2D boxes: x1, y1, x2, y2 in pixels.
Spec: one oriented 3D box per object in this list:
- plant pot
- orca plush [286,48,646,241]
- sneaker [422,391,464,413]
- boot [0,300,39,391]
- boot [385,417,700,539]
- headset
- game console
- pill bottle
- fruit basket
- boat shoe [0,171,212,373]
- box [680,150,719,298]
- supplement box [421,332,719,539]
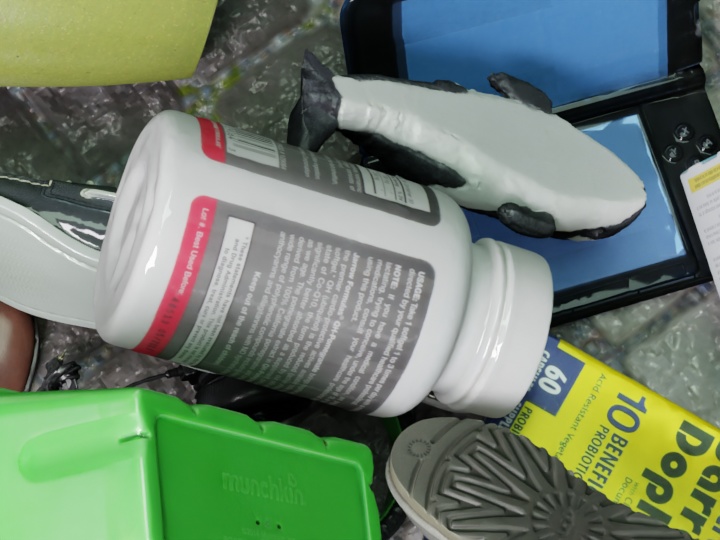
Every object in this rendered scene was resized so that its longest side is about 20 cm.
[{"bbox_3d":[-0.173,-0.174,1.233,0.198,0.187,0.189,14,70,-10],"label":"plant pot"},{"bbox_3d":[0.044,-0.043,1.171,0.199,0.071,0.106,3,51,-34],"label":"orca plush"},{"bbox_3d":[0.000,0.000,1.209,0.200,0.085,0.073,41,88,12],"label":"sneaker"},{"bbox_3d":[-0.233,0.059,1.122,0.188,0.200,0.068,-43,76,-15],"label":"boot"},{"bbox_3d":[0.073,0.177,1.093,0.181,0.201,0.073,31,51,9],"label":"boot"},{"bbox_3d":[-0.069,0.087,1.199,0.199,0.094,0.124,20,65,-11],"label":"headset"},{"bbox_3d":[0.103,-0.072,1.223,0.198,0.118,0.172,-16,72,-7],"label":"game console"},{"bbox_3d":[-0.016,0.005,1.080,0.198,0.111,0.112,16,70,-16],"label":"pill bottle"},{"bbox_3d":[-0.112,0.142,1.006,0.214,0.216,0.157,-5,70,-4],"label":"fruit basket"},{"bbox_3d":[-0.131,-0.010,1.171,0.199,0.076,0.061,25,52,9],"label":"boat shoe"},{"bbox_3d":[0.228,0.031,1.186,0.049,0.082,0.202,-16,85,-15],"label":"box"},{"bbox_3d":[0.142,0.135,1.156,0.199,0.110,0.109,29,72,8],"label":"supplement box"}]
